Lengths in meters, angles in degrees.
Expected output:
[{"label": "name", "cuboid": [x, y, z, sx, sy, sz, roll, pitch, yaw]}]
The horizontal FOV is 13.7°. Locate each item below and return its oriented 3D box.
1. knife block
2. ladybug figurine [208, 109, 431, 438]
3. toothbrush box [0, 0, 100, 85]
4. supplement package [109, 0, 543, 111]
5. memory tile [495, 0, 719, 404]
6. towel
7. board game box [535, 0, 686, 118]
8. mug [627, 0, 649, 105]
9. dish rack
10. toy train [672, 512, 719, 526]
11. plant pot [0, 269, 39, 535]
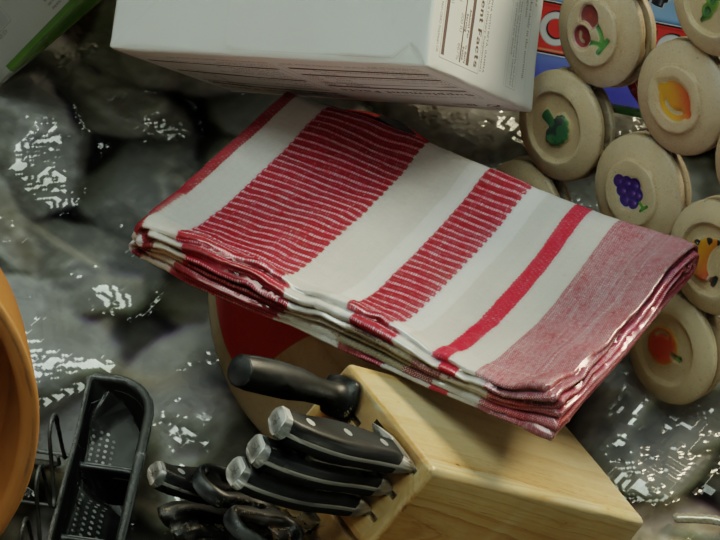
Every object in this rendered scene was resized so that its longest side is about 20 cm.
[{"label": "knife block", "cuboid": [0.017, 0.077, 1.169, 0.199, 0.176, 0.064, -24, 54, -20]}, {"label": "ladybug figurine", "cuboid": [0.000, 0.000, 1.305, 0.135, 0.072, 0.201, -8, 49, -6]}, {"label": "toothbrush box", "cuboid": [-0.111, -0.195, 1.417, 0.086, 0.146, 0.200, 48, 58, -6]}, {"label": "supplement package", "cuboid": [-0.004, -0.179, 1.285, 0.155, 0.111, 0.201, 5, 85, 28]}, {"label": "memory tile", "cuboid": [0.127, -0.054, 1.274, 0.017, 0.201, 0.153, -13, 46, -42]}, {"label": "towel", "cuboid": [0.024, -0.010, 1.231, 0.199, 0.023, 0.144, 23, 37, 19]}, {"label": "board game box", "cuboid": [0.108, -0.143, 1.372, 0.199, 0.029, 0.135, 10, 85, -15]}, {"label": "mug", "cuboid": [0.211, -0.143, 1.313, 0.177, 0.133, 0.201, -1, 85, -40]}, {"label": "dish rack", "cuboid": [-0.191, 0.109, 1.223, 0.199, 0.055, 0.154, 6, 48, 6]}, {"label": "toy train", "cuboid": [0.224, 0.092, 1.193, 0.199, 0.116, 0.085, 13, 49, 12]}, {"label": "plant pot", "cuboid": [-0.226, 0.022, 1.155, 0.199, 0.201, 0.140, -6, 33, -5]}]
